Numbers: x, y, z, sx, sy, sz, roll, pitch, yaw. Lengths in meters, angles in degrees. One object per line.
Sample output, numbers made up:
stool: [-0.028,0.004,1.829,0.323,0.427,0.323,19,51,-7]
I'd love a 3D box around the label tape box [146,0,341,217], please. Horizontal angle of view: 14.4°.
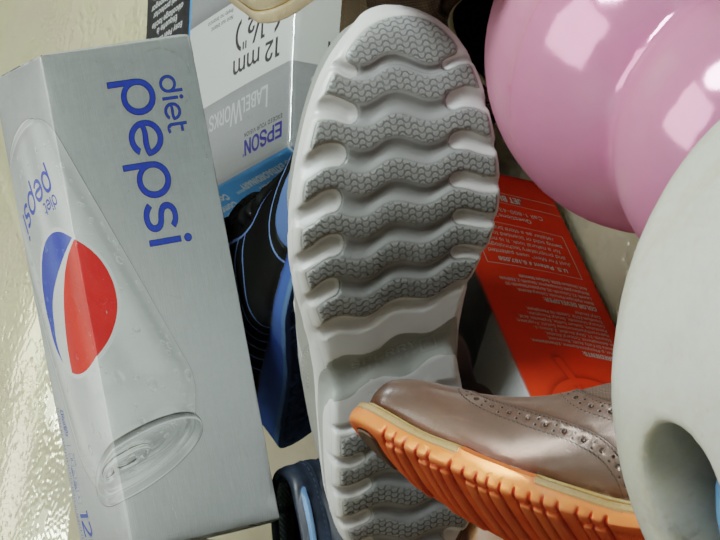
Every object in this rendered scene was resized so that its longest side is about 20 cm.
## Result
label tape box: [-0.041,-0.064,1.273,0.143,0.066,0.201,-24,58,55]

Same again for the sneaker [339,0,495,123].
sneaker: [0.035,-0.078,1.098,0.070,0.075,0.200,-48,-20,-18]

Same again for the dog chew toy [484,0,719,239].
dog chew toy: [0.126,-0.049,0.928,0.200,0.124,0.125,46,120,47]

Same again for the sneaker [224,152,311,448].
sneaker: [-0.035,-0.006,1.165,0.078,0.070,0.200,43,148,19]

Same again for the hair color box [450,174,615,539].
hair color box: [0.054,0.063,1.065,0.102,0.061,0.200,-59,36,32]

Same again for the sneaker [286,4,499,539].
sneaker: [0.000,0.000,1.007,0.082,0.074,0.201,-128,38,-61]

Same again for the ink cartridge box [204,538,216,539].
ink cartridge box: [-0.114,0.212,1.282,0.200,0.084,0.147,-28,57,53]

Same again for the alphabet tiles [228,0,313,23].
alphabet tiles: [0.028,-0.158,1.013,0.200,0.015,0.196,-34,32,-8]

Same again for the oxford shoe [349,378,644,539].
oxford shoe: [0.094,0.061,0.928,0.199,0.071,0.073,16,72,20]

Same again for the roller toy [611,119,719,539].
roller toy: [0.167,0.027,0.760,0.140,0.182,0.201,10,89,61]

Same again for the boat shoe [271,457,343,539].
boat shoe: [-0.024,0.176,1.154,0.084,0.068,0.201,-22,62,56]

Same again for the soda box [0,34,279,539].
soda box: [-0.091,0.011,1.146,0.063,0.068,0.201,-12,88,65]
